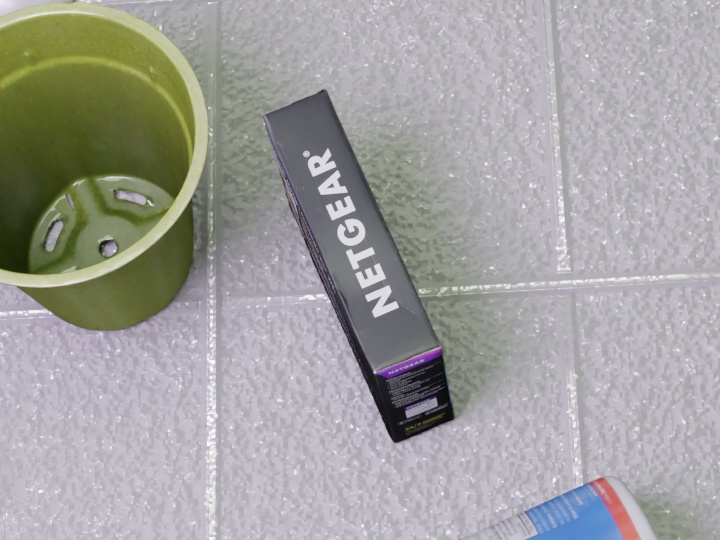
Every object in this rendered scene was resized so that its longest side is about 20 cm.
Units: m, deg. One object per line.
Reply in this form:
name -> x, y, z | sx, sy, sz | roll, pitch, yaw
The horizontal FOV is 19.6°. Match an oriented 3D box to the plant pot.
plant pot -> -0.188, -0.048, 1.404 | 0.199, 0.190, 0.201 | -2, 68, 4

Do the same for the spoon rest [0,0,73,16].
spoon rest -> -0.301, -0.192, 1.552 | 0.200, 0.061, 0.099 | -36, 70, -23

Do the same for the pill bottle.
pill bottle -> 0.094, 0.217, 1.312 | 0.200, 0.112, 0.112 | -24, 68, -4

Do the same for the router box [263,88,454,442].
router box -> 0.000, 0.000, 1.389 | 0.051, 0.149, 0.200 | -23, 68, -3
